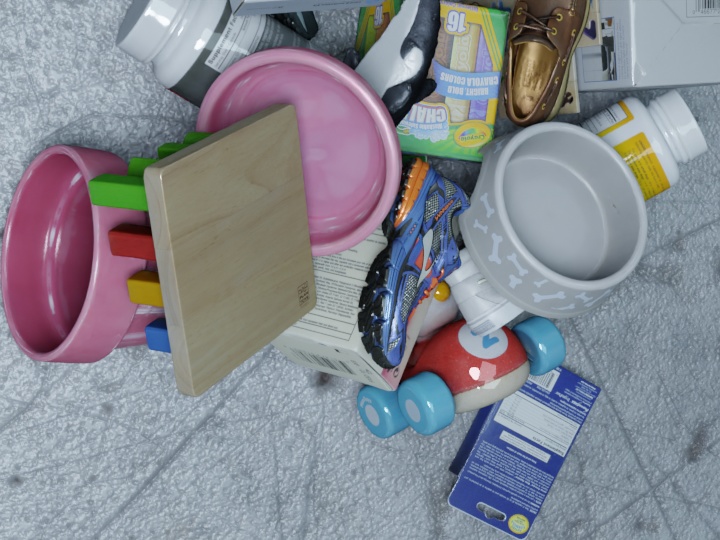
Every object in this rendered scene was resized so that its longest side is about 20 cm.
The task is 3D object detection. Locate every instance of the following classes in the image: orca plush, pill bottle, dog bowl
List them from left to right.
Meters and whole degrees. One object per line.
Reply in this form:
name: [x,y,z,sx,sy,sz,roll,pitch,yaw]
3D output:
pill bottle: [-0.129,-0.207,1.262,0.200,0.114,0.114,30,86,-22]
orca plush: [0.041,-0.196,1.241,0.071,0.105,0.200,22,84,-42]
dog bowl: [0.196,-0.056,1.276,0.200,0.059,0.200,9,68,-22]
pill bottle: [0.268,-0.115,1.404,0.200,0.109,0.109,-29,109,10]

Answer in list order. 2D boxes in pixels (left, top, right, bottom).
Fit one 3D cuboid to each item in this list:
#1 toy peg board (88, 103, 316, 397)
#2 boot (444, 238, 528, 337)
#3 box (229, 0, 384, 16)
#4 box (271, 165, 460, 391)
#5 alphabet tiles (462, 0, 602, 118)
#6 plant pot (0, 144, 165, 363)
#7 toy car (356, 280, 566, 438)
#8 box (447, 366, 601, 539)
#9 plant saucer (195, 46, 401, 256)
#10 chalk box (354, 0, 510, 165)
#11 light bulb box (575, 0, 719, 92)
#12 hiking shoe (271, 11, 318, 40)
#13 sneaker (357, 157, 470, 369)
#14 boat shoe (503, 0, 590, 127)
toy peg board: [-0.138,-0.027,1.131,0.200,0.098,0.199,-37,128,-52]
boot: [0.158,-0.016,1.319,0.200,0.074,0.096,-33,90,-45]
box: [-0.065,-0.347,1.232,0.156,0.041,0.200,-10,84,-25]
box: [0.000,0.000,1.288,0.200,0.128,0.109,-66,148,-17]
alphabet tiles: [0.178,-0.261,1.355,0.008,0.167,0.200,-17,104,-47]
plant pot: [-0.216,-0.009,1.222,0.179,0.200,0.200,7,95,-38]
toy car: [0.078,0.049,1.362,0.184,0.177,0.200,-24,93,-28]
box: [0.183,0.198,1.488,0.121,0.032,0.200,30,84,-22]
plant saucer: [-0.053,-0.113,1.200,0.200,0.051,0.201,9,118,18]
chalk box: [0.061,-0.174,1.338,0.124,0.124,0.200,7,94,-23]
light bulb box: [0.316,-0.257,1.388,0.198,0.200,0.125,-6,98,-22]
hiking shoe: [-0.064,-0.331,1.292,0.087,0.074,0.200,-20,104,-18]
sneaker: [0.054,-0.004,1.181,0.078,0.075,0.200,19,75,-11]
boat shoe: [0.184,-0.239,1.292,0.072,0.068,0.200,14,108,17]
